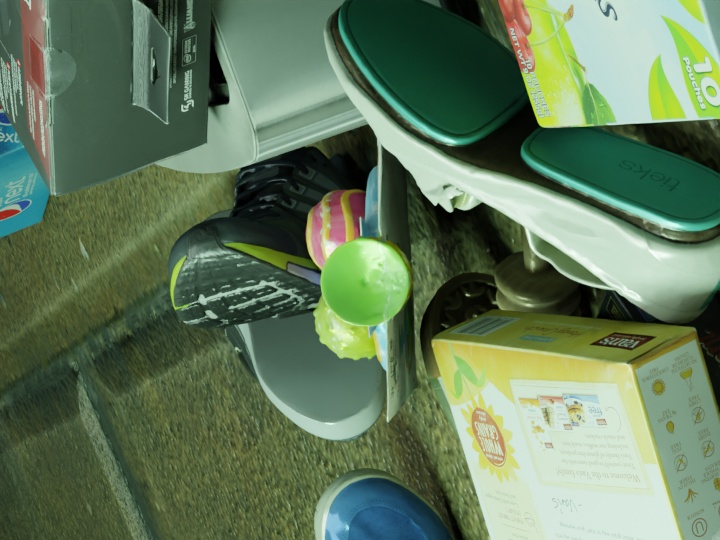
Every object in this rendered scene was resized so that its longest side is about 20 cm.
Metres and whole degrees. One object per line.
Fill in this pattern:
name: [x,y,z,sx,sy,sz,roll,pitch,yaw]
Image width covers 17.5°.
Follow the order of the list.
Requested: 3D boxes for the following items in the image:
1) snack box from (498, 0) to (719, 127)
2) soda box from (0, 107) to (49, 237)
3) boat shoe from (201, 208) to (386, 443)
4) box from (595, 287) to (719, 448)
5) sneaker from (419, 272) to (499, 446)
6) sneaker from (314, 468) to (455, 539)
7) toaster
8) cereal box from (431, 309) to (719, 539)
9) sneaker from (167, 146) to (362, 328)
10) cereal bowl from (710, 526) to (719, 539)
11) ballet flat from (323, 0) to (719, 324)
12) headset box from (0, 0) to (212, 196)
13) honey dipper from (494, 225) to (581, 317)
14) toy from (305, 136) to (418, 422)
snack box: [0.081,-0.152,0.796,0.142,0.053,0.200,3,114,67]
soda box: [-0.272,-0.084,1.752,0.064,0.068,0.200,63,160,11]
boat shoe: [-0.036,0.037,1.296,0.200,0.069,0.057,53,165,48]
box: [0.151,0.110,0.920,0.200,0.038,0.137,57,157,25]
sneaker: [0.080,0.104,1.052,0.200,0.067,0.090,57,153,17]
sneaker: [0.047,0.200,1.225,0.200,0.077,0.111,67,167,-14]
toaster: [-0.046,-0.137,1.043,0.181,0.119,0.200,8,119,68]
cereal box: [0.104,0.116,0.920,0.144,0.040,0.200,5,116,60]
sneaker: [-0.043,-0.019,1.129,0.200,0.074,0.081,-1,-105,-73]
cereal bowl: [0.178,0.154,0.763,0.200,0.083,0.200,27,127,42]
ballet flat: [0.060,-0.039,0.902,0.200,0.069,0.069,33,145,30]
headset box: [-0.126,-0.142,0.953,0.200,0.077,0.149,55,155,32]
honey dipper: [0.074,-0.044,0.966,0.038,0.038,0.200,44,146,47]
toy: [0.000,0.000,1.029,0.200,0.047,0.115,-65,-27,-87]
